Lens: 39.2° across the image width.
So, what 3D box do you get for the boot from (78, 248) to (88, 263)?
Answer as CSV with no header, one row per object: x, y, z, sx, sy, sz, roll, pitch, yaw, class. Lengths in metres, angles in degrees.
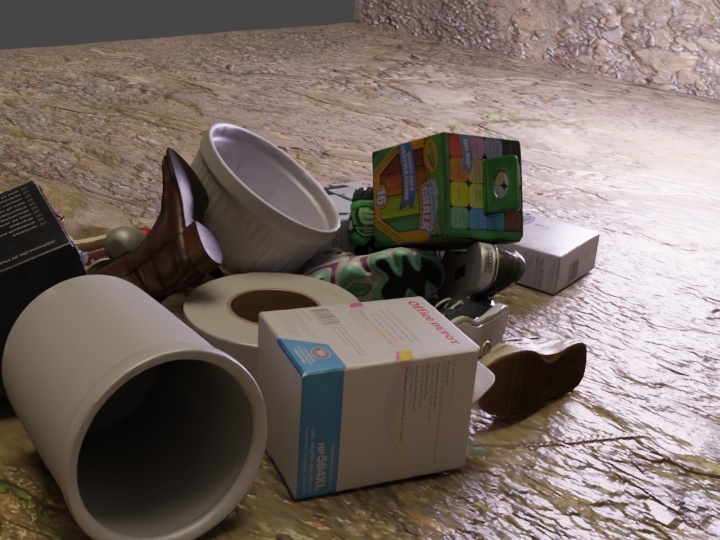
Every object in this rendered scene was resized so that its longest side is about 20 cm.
-0.448,-0.004,1.237,0.196,0.071,0.174,8,16,-3,boot

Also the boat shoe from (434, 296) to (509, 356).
0.105,0.068,1.144,0.061,0.076,0.199,18,23,27,boat shoe

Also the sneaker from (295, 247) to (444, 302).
0.000,0.000,1.266,0.196,0.079,0.140,-9,19,-5,sneaker

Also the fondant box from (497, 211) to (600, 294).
0.226,-0.038,1.463,0.197,0.059,0.143,20,26,31,fondant box

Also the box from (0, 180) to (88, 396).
-0.377,0.027,1.006,0.197,0.126,0.196,-24,29,-17,box

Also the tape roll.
-0.094,0.071,1.099,0.198,0.072,0.203,5,21,-2,tape roll

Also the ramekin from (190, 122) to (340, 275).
-0.131,-0.075,1.243,0.199,0.105,0.201,34,21,-15,ramekin

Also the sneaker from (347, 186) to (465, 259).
0.061,-0.032,1.358,0.198,0.087,0.078,25,-16,-26,sneaker

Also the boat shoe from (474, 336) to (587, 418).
0.167,0.108,1.074,0.062,0.075,0.198,15,12,41,boat shoe

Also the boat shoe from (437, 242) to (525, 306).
0.145,0.009,1.249,0.062,0.072,0.200,7,-6,-12,boat shoe

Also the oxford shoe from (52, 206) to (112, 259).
-0.417,-0.057,1.343,0.196,0.076,0.071,3,20,-6,oxford shoe

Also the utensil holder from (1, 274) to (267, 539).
-0.197,0.111,0.849,0.167,0.173,0.199,-9,22,-33,utensil holder

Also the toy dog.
-0.231,-0.014,1.257,0.097,0.132,0.199,50,43,11,toy dog

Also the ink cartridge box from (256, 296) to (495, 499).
0.014,0.111,0.942,0.196,0.128,0.129,-4,23,-23,ink cartridge box

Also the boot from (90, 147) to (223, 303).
-0.257,-0.022,1.130,0.064,0.198,0.188,40,22,-46,boot

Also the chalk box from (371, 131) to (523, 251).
0.116,-0.094,1.225,0.122,0.128,0.199,1,-5,-32,chalk box

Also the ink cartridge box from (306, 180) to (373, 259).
-0.030,-0.062,1.430,0.197,0.085,0.146,-10,26,-35,ink cartridge box
